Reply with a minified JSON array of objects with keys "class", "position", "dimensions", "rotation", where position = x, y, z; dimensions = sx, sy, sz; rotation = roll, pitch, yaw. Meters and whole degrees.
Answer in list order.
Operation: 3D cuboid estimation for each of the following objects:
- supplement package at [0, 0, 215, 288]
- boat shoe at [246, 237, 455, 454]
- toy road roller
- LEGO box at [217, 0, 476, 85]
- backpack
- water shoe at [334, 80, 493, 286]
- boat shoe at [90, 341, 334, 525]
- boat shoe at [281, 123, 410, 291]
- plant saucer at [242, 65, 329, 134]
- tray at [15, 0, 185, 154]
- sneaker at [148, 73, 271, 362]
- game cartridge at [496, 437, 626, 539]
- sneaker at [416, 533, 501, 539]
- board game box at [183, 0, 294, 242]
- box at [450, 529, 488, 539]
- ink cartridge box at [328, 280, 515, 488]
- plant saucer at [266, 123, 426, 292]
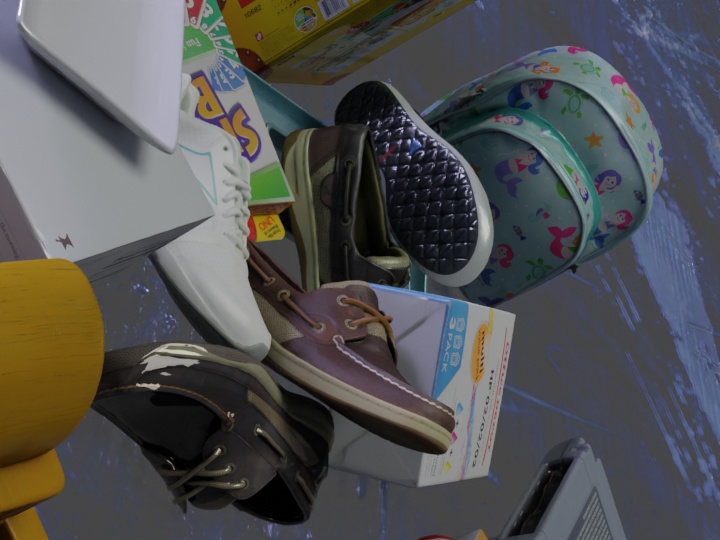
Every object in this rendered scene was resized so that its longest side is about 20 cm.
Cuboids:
[{"class":"supplement package","position":[-0.191,-0.079,0.798],"dimensions":[0.200,0.111,0.156],"rotation":[63,25,1]},{"class":"boat shoe","position":[-0.016,0.036,0.933],"dimensions":[0.200,0.072,0.072],"rotation":[29,-7,40]},{"class":"toy road roller","position":[-0.165,0.078,0.647],"dimensions":[0.123,0.146,0.200],"rotation":[-8,72,-63]},{"class":"LEGO box","position":[0.009,-0.216,1.203],"dimensions":[0.149,0.200,0.077],"rotation":[-11,75,-64]},{"class":"backpack","position":[0.136,-0.077,1.305],"dimensions":[0.178,0.200,0.151],"rotation":[57,26,-12]},{"class":"water shoe","position":[0.052,-0.060,1.159],"dimensions":[0.079,0.071,0.200],"rotation":[37,19,-49]},{"class":"boat shoe","position":[-0.074,0.093,0.883],"dimensions":[0.200,0.074,0.073],"rotation":[30,50,-51]},{"class":"boat shoe","position":[0.000,-0.001,1.089],"dimensions":[0.072,0.066,0.201],"rotation":[-23,100,-63]},{"class":"plant saucer","position":[-0.035,-0.084,1.205],"dimensions":[0.200,0.019,0.070],"rotation":[31,40,-47]},{"class":"tray","position":[-0.132,-0.152,0.824],"dimensions":[0.107,0.022,0.200],"rotation":[42,31,-38]},{"class":"sneaker","position":[-0.093,-0.038,0.918],"dimensions":[0.200,0.080,0.070],"rotation":[59,-8,23]},{"class":"game cartridge","position":[0.138,0.207,1.068],"dimensions":[0.200,0.041,0.133],"rotation":[-40,117,-65]},{"class":"sneaker","position":[0.084,0.198,1.084],"dimensions":[0.200,0.071,0.113],"rotation":[49,31,-42]},{"class":"board game box","position":[-0.111,-0.109,1.047],"dimensions":[0.095,0.030,0.200],"rotation":[-9,74,-44]},{"class":"box","position":[0.062,0.274,0.937],"dimensions":[0.200,0.097,0.124],"rotation":[60,26,-5]},{"class":"ink cartridge box","position":[0.047,0.074,1.053],"dimensions":[0.200,0.068,0.115],"rotation":[12,88,-70]},{"class":"plant saucer","position":[-0.013,-0.032,1.161],"dimensions":[0.200,0.019,0.070],"rotation":[32,53,-48]}]
